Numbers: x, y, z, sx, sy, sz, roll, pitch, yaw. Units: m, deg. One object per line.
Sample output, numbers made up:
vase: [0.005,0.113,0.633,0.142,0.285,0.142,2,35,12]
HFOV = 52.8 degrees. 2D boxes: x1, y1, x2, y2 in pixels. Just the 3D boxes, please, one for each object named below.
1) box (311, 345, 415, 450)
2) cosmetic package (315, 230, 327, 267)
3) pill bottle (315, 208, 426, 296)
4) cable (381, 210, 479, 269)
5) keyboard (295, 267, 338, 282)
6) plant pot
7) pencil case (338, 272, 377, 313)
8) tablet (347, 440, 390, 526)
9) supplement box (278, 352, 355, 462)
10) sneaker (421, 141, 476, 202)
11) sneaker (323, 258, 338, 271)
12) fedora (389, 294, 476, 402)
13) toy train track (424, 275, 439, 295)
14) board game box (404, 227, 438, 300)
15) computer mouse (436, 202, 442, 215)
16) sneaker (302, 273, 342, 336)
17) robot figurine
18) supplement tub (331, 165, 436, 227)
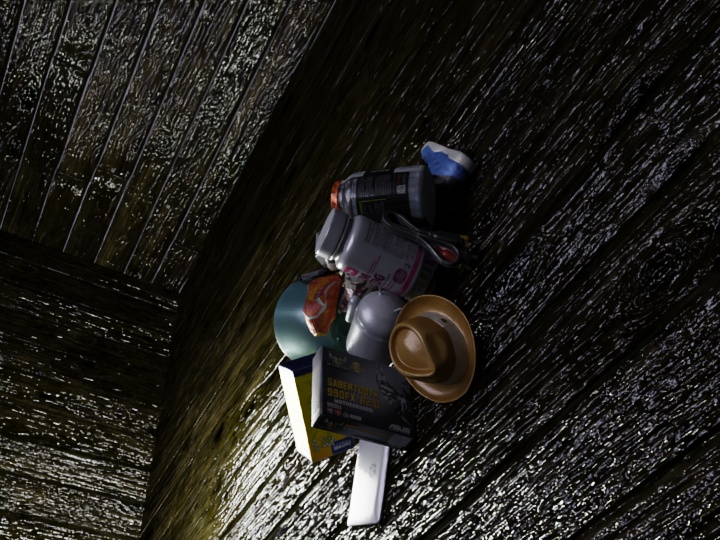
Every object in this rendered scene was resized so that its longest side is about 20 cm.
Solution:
box: [0.005,0.244,1.386,0.049,0.197,0.160,-54,25,38]
cosmetic package: [-0.017,-0.085,1.757,0.198,0.051,0.084,-23,46,23]
pill bottle: [0.019,-0.037,1.412,0.113,0.197,0.115,-157,90,-80]
cable: [0.125,-0.051,1.374,0.051,0.197,0.098,91,-160,-47]
keyboard: [-0.076,0.002,1.732,0.126,0.199,0.021,-15,90,32]
plant pot: [-0.077,0.121,1.706,0.160,0.199,0.204,-4,66,47]
pencil case: [0.000,0.000,1.572,0.078,0.088,0.204,-81,-1,-80]
tablet: [0.019,0.406,1.457,0.130,0.013,0.203,-35,41,54]
supplement box: [-0.095,0.293,1.578,0.109,0.108,0.204,1,104,67]
sneaker: [0.162,-0.207,1.565,0.112,0.076,0.200,-54,29,1]
sneaker: [-0.018,-0.075,1.655,0.199,0.078,0.080,-38,-38,-36]
fedora: [0.112,0.141,1.283,0.199,0.081,0.205,5,96,46]
toy train track: [0.140,0.089,1.412,0.201,0.032,0.116,-97,27,-61]
board game box: [0.118,-0.020,1.518,0.200,0.034,0.136,-117,51,-76]
computer mouse: [0.109,-0.099,1.535,0.058,0.199,0.034,19,133,39]
sneaker: [-0.082,0.071,1.581,0.072,0.078,0.201,-6,29,18]
robot figurine: [0.036,0.123,1.496,0.113,0.169,0.202,-36,-26,-43]
supplement tub: [0.047,-0.143,1.472,0.197,0.123,0.124,-3,59,19]
